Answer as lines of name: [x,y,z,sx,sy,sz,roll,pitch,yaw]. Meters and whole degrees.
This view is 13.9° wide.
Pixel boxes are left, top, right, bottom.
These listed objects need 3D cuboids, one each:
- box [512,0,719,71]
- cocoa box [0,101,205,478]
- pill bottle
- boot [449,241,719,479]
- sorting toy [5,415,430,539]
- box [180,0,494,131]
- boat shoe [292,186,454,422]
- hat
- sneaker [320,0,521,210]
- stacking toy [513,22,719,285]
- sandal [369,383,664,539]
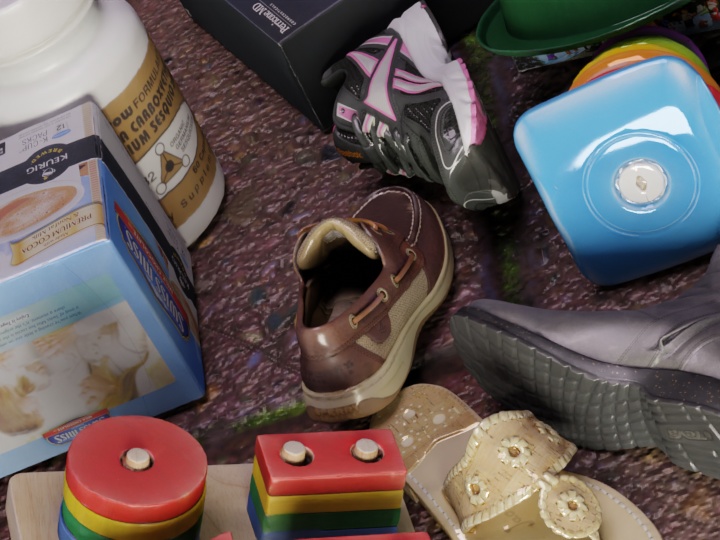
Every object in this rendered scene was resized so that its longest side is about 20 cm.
box: [0.164,-0.210,1.788,0.136,0.038,0.200,-11,40,22]
cocoa box: [-0.205,0.024,1.667,0.200,0.133,0.131,-22,38,9]
pill bottle: [-0.168,-0.101,1.735,0.114,0.200,0.114,-17,39,14]
boot: [0.156,0.030,1.501,0.200,0.070,0.132,20,54,32]
sorting toy: [-0.056,0.144,1.406,0.198,0.070,0.200,-2,37,-15]
box: [-0.026,-0.189,1.854,0.141,0.079,0.200,-38,38,-8]
boat shoe: [0.000,0.000,1.603,0.072,0.072,0.200,-11,29,22]
hat: [0.102,-0.233,1.650,0.200,0.176,0.166,-8,28,39]
sneaker: [0.030,-0.080,1.696,0.086,0.080,0.200,-27,25,1]
stacking toy: [0.156,-0.091,1.622,0.110,0.116,0.200,-22,23,17]
sandal: [0.063,0.097,1.465,0.078,0.070,0.212,-39,38,-14]
